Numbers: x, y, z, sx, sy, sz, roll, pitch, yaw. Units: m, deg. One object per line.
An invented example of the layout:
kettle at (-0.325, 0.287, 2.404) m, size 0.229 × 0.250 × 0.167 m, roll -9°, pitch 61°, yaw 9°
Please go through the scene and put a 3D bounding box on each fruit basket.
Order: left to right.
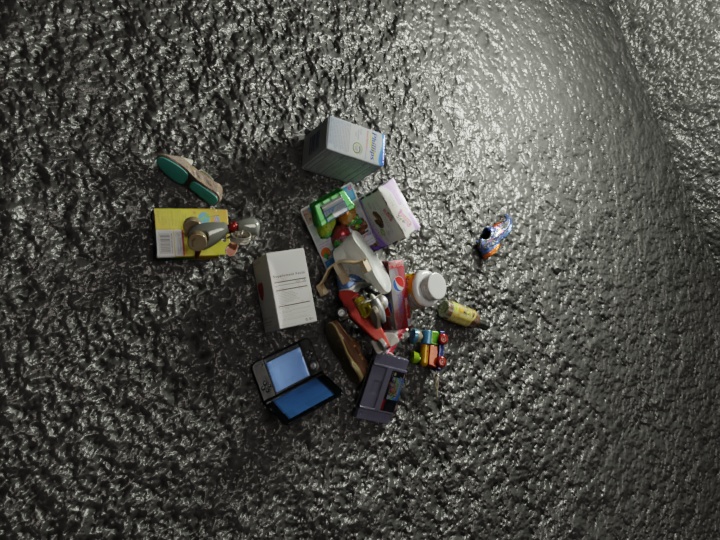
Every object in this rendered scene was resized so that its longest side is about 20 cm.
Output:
fruit basket at (-0.062, -0.131, 1.748) m, size 0.182 × 0.093 × 0.204 m, roll -28°, pitch 103°, yaw -14°

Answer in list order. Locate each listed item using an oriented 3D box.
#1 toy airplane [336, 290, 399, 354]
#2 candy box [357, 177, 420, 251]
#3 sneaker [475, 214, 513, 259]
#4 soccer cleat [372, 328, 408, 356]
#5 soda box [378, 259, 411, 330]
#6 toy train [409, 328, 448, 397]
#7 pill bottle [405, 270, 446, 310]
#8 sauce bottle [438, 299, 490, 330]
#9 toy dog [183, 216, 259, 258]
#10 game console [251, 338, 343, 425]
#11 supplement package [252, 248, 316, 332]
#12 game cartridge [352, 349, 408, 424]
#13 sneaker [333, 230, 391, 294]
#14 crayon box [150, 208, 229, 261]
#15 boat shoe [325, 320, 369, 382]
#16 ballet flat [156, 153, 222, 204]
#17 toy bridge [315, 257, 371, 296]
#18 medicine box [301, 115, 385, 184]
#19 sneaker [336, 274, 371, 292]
toy airplane at (0.039, 0.138, 1.683) m, size 0.142 × 0.198 × 0.200 m, roll -48°, pitch 124°, yaw -15°
candy box at (0.067, -0.164, 1.780) m, size 0.071 × 0.198 × 0.171 m, roll -35°, pitch 99°, yaw -30°
sneaker at (0.480, -0.136, 2.098) m, size 0.078 × 0.075 × 0.201 m, roll 44°, pitch 60°, yaw -12°
soccer cleat at (0.075, 0.229, 1.801) m, size 0.075 × 0.067 × 0.202 m, roll 29°, pitch 71°, yaw 18°
soda box at (0.098, 0.072, 1.747) m, size 0.062 × 0.069 × 0.207 m, roll -8°, pitch 92°, yaw -35°
toy train at (0.205, 0.288, 1.853) m, size 0.112 × 0.084 × 0.207 m, roll 12°, pitch 75°, yaw -17°
pill bottle at (0.169, 0.063, 1.794) m, size 0.107 × 0.198 × 0.113 m, roll 9°, pitch 75°, yaw -35°
sauce bottle at (0.353, 0.155, 1.972) m, size 0.196 × 0.064 × 0.067 m, roll 20°, pitch 71°, yaw -28°
toy dog at (-0.361, -0.078, 1.507) m, size 0.193 × 0.099 × 0.133 m, roll 6°, pitch 35°, yaw -1°
game console at (-0.173, 0.296, 1.599) m, size 0.196 × 0.117 × 0.175 m, roll -22°, pitch 92°, yaw -32°
supplement package at (-0.211, 0.056, 1.618) m, size 0.117 × 0.120 × 0.207 m, roll -9°, pitch 85°, yaw -31°
game cartridge at (0.064, 0.348, 1.740) m, size 0.127 × 0.038 × 0.206 m, roll 18°, pitch 91°, yaw -26°
sneaker at (0.000, 0.000, 1.708) m, size 0.203 × 0.115 × 0.073 m, roll 57°, pitch 30°, yaw 6°
crayon box at (-0.446, -0.095, 1.547) m, size 0.195 × 0.050 × 0.131 m, roll -2°, pitch 82°, yaw -30°
boat shoe at (-0.037, 0.229, 1.725) m, size 0.067 × 0.071 × 0.204 m, roll -38°, pitch 107°, yaw -35°
ballet flat at (-0.454, -0.256, 1.574) m, size 0.199 × 0.067 × 0.068 m, roll 40°, pitch 44°, yaw -24°
toy bridge at (-0.055, 0.006, 1.682) m, size 0.069 × 0.197 × 0.027 m, roll 61°, pitch 34°, yaw -1°
medicine box at (-0.052, -0.354, 1.755) m, size 0.195 × 0.181 × 0.106 m, roll 12°, pitch 75°, yaw -28°
sneaker at (0.012, 0.012, 1.786) m, size 0.197 × 0.075 × 0.079 m, roll -26°, pitch 95°, yaw -31°
